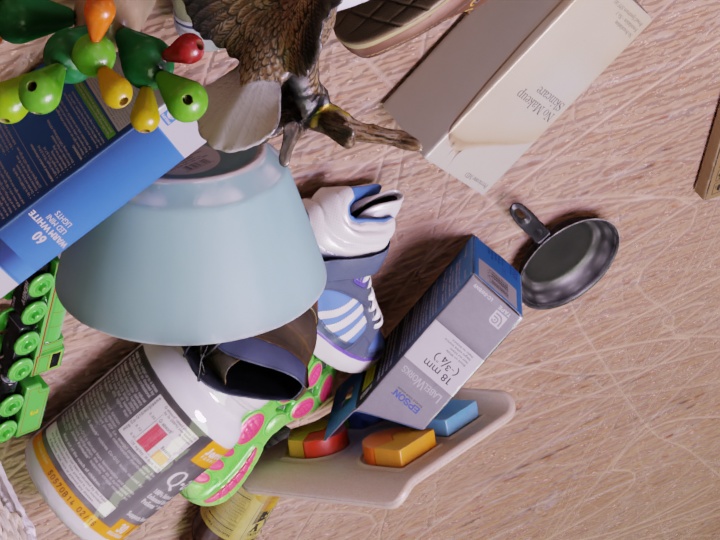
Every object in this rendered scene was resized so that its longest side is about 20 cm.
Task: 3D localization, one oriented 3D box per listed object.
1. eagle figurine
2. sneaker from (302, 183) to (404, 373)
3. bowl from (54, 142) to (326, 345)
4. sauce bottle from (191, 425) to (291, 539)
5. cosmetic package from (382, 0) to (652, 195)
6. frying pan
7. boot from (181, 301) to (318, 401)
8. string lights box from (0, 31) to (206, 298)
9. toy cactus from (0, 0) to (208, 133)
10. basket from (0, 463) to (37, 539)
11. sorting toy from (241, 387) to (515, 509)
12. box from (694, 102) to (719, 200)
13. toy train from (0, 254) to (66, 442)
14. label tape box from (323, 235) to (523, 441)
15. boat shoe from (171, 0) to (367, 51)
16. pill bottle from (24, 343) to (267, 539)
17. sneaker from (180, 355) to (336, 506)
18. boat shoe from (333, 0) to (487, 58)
[{"bbox_3d":[-0.040,-0.181,1.156,0.150,0.151,0.202,-6,120,-7],"label":"eagle figurine"},{"bbox_3d":[0.000,0.000,1.514,0.146,0.081,0.200,-41,140,14],"label":"sneaker"},{"bbox_3d":[-0.122,-0.040,1.287,0.199,0.200,0.106,-15,121,-29],"label":"bowl"},{"bbox_3d":[-0.120,0.228,1.696,0.064,0.065,0.201,-1,134,-41],"label":"sauce bottle"},{"bbox_3d":[0.126,-0.167,1.438,0.200,0.073,0.103,-47,145,14],"label":"cosmetic package"},{"bbox_3d":[0.170,-0.014,1.693,0.189,0.031,0.115,10,125,-43],"label":"frying pan"},{"bbox_3d":[-0.121,0.036,1.386,0.198,0.098,0.075,15,132,-19],"label":"boot"},{"bbox_3d":[-0.210,-0.077,1.217,0.199,0.103,0.059,-37,145,1],"label":"string lights box"},{"bbox_3d":[-0.179,-0.155,1.139,0.165,0.198,0.103,-59,154,-54],"label":"toy cactus"},{"bbox_3d":[-0.363,0.190,1.317,0.199,0.199,0.161,-32,144,-5],"label":"basket"},{"bbox_3d":[0.015,0.146,1.595,0.199,0.184,0.037,-33,116,-48],"label":"sorting toy"},{"bbox_3d":[0.412,-0.167,1.734,0.162,0.021,0.201,-21,143,-22],"label":"box"},{"bbox_3d":[-0.257,0.056,1.393,0.056,0.042,0.201,-19,143,-40],"label":"toy train"},{"bbox_3d":[0.058,0.076,1.598,0.200,0.063,0.144,-49,-174,14],"label":"label tape box"},{"bbox_3d":[-0.039,-0.215,1.237,0.198,0.072,0.062,-27,139,-12],"label":"boat shoe"},{"bbox_3d":[-0.171,0.127,1.483,0.199,0.117,0.116,-39,146,5],"label":"pill bottle"},{"bbox_3d":[-0.099,0.115,1.579,0.200,0.083,0.077,-43,131,-20],"label":"sneaker"},{"bbox_3d":[0.071,-0.217,1.329,0.199,0.072,0.068,-37,144,-4],"label":"boat shoe"}]
